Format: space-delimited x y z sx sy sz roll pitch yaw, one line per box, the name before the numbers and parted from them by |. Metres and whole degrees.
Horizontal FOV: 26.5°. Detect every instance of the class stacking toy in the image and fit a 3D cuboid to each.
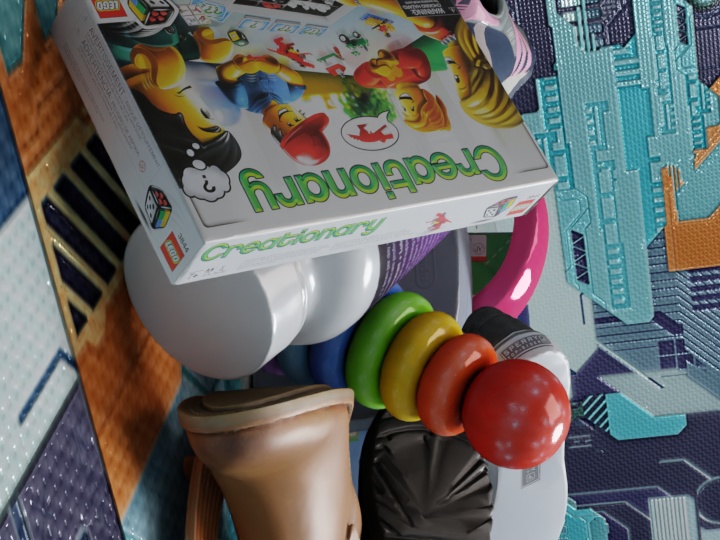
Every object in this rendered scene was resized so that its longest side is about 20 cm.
stacking toy | 0.018 0.046 0.789 0.085 0.199 0.086 -35 138 -38

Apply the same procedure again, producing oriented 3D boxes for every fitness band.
fitness band | 0.032 -0.029 0.969 0.037 0.199 0.144 37 80 -51

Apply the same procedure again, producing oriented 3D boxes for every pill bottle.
pill bottle | -0.021 -0.034 0.734 0.200 0.111 0.112 -43 130 -46

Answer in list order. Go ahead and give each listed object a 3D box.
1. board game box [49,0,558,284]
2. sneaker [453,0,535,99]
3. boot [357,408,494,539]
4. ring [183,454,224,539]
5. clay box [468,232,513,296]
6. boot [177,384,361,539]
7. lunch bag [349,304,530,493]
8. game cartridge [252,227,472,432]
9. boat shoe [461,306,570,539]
board game box | -0.019 -0.069 0.657 0.035 0.199 0.127 -48 -116 45
sneaker | 0.076 -0.159 0.978 0.200 0.070 0.083 -66 156 -70
boot | 0.012 0.183 0.849 0.162 0.073 0.199 135 -47 -55
ring | -0.063 0.170 0.771 0.200 0.019 0.202 -7 90 -82
clay box | 0.060 0.008 1.101 0.200 0.114 0.048 44 46 -81
boot | -0.038 0.136 0.715 0.200 0.076 0.156 76 12 -79
lunch bag | 0.041 0.128 1.008 0.094 0.150 0.201 82 8 -49
game cartridge | 0.000 0.000 0.918 0.041 0.132 0.201 46 38 -59
boat shoe | 0.080 0.110 0.879 0.057 0.068 0.201 45 -39 45
